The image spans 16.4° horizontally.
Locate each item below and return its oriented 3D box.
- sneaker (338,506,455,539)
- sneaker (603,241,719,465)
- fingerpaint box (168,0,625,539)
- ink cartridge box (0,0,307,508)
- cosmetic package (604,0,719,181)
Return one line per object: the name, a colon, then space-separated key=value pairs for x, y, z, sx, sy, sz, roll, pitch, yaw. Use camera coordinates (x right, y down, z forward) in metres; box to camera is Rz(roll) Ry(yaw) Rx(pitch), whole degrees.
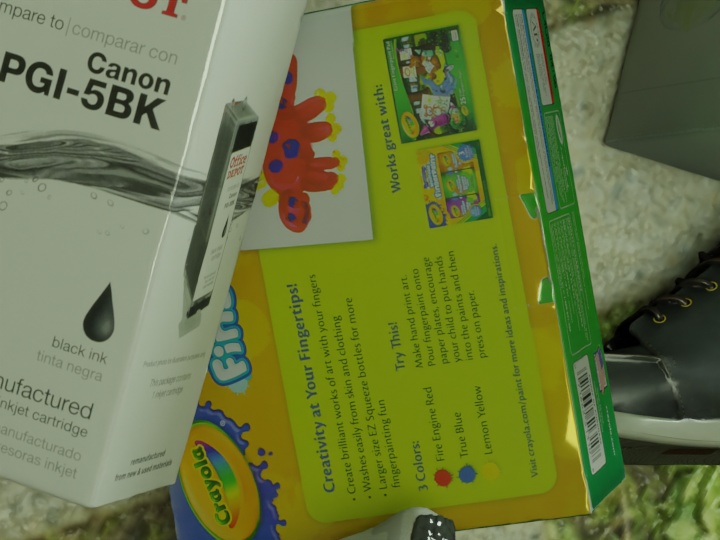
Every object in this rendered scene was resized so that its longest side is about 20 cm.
sneaker: x=-0.045 y=0.137 z=0.931 sx=0.087 sy=0.200 sz=0.075 roll=38 pitch=39 yaw=-13
sneaker: x=0.129 y=0.025 z=1.045 sx=0.200 sy=0.075 sz=0.106 roll=5 pitch=78 yaw=-17
fingerpaint box: x=0.000 y=0.000 z=0.959 sx=0.167 sy=0.073 sz=0.200 roll=-10 pitch=93 yaw=17
ink cartridge box: x=-0.119 y=-0.033 z=0.907 sx=0.147 sy=0.083 sz=0.200 roll=17 pitch=97 yaw=16
cosmetic package: x=0.207 y=-0.132 z=0.992 sx=0.123 sy=0.199 sz=0.200 roll=14 pitch=86 yaw=-17
